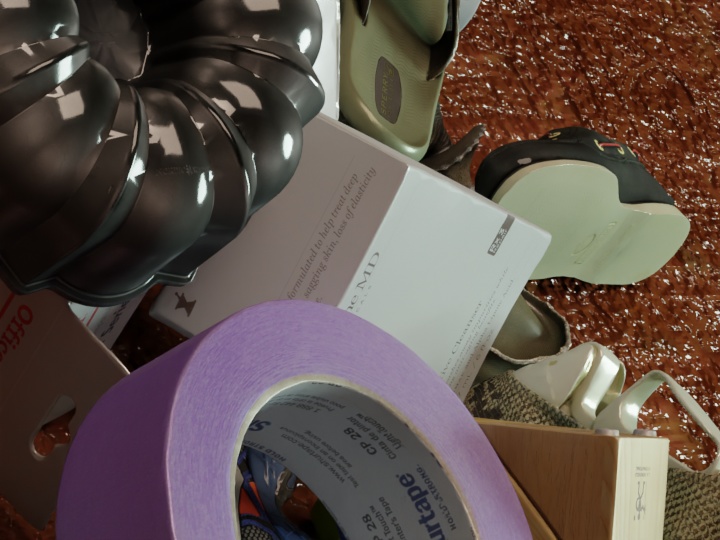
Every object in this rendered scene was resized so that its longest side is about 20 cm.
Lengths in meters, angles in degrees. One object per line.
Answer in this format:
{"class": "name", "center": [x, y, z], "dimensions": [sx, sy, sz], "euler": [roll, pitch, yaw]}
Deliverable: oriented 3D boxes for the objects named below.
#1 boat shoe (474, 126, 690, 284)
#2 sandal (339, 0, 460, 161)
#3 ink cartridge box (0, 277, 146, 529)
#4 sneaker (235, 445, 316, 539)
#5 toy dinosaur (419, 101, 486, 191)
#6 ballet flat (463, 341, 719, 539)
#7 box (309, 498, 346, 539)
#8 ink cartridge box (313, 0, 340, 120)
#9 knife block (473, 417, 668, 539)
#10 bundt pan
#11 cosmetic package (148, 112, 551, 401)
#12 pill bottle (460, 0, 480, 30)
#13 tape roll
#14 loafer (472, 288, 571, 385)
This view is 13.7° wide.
{"class": "boat shoe", "center": [0.106, -0.038, 1.568], "dimensions": [0.063, 0.074, 0.201], "euler": [51, 18, 22]}
{"class": "sandal", "center": [0.023, -0.131, 1.486], "dimensions": [0.080, 0.057, 0.201], "euler": [27, 40, -27]}
{"class": "ink cartridge box", "center": [-0.155, -0.006, 1.233], "dimensions": [0.200, 0.117, 0.067], "euler": [48, 44, 13]}
{"class": "sneaker", "center": [-0.064, 0.116, 1.238], "dimensions": [0.078, 0.075, 0.200], "euler": [14, 31, -21]}
{"class": "toy dinosaur", "center": [-0.008, -0.089, 1.533], "dimensions": [0.200, 0.077, 0.102], "euler": [18, 31, -35]}
{"class": "ballet flat", "center": [0.119, 0.077, 1.381], "dimensions": [0.068, 0.075, 0.200], "euler": [17, 9, -43]}
{"class": "box", "center": [0.062, 0.153, 1.329], "dimensions": [0.200, 0.048, 0.122], "euler": [16, 38, -32]}
{"class": "ink cartridge box", "center": [-0.127, -0.101, 1.315], "dimensions": [0.200, 0.085, 0.146], "euler": [21, 36, 29]}
{"class": "knife block", "center": [0.067, 0.149, 1.241], "dimensions": [0.199, 0.176, 0.064], "euler": [5, -2, 26]}
{"class": "bundt pan", "center": [-0.095, -0.091, 1.152], "dimensions": [0.201, 0.076, 0.203], "euler": [10, 73, -34]}
{"class": "cosmetic package", "center": [0.000, 0.000, 1.322], "dimensions": [0.081, 0.113, 0.200], "euler": [29, 5, 21]}
{"class": "pill bottle", "center": [-0.030, -0.181, 1.590], "dimensions": [0.200, 0.111, 0.111], "euler": [15, 39, -32]}
{"class": "tape roll", "center": [-0.019, 0.115, 1.134], "dimensions": [0.200, 0.066, 0.201], "euler": [27, 48, -35]}
{"class": "loafer", "center": [0.027, -0.006, 1.469], "dimensions": [0.200, 0.070, 0.075], "euler": [31, 33, -12]}
